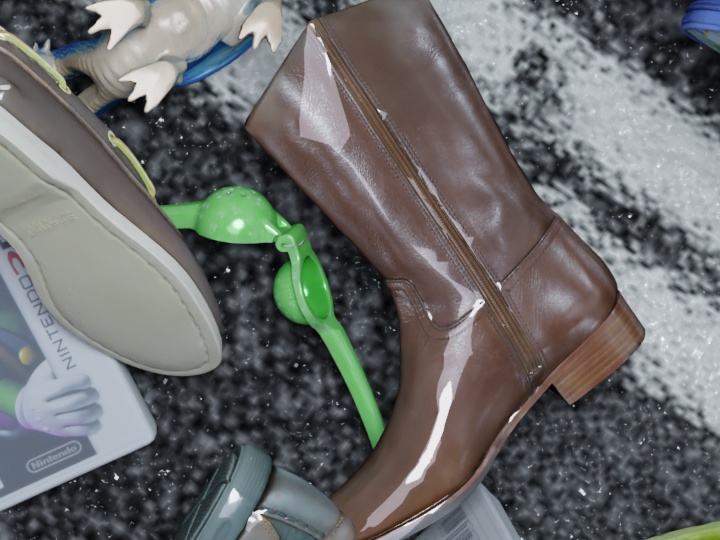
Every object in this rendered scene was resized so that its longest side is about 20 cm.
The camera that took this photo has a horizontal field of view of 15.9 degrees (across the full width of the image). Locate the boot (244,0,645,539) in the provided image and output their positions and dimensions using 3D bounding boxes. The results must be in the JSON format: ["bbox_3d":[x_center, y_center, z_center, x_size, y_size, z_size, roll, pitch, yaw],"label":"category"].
[{"bbox_3d":[0.000,0.000,1.097,0.186,0.064,0.200,-40,105,-12],"label":"boot"}]

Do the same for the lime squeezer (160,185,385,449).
[{"bbox_3d":[-0.046,0.009,1.134,0.200,0.038,0.071,37,95,0],"label":"lime squeezer"}]

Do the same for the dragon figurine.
[{"bbox_3d":[-0.073,-0.111,1.114,0.200,0.099,0.059,-34,100,-8],"label":"dragon figurine"}]

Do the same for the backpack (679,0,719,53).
[{"bbox_3d":[0.230,-0.103,1.040,0.199,0.183,0.148,12,93,8],"label":"backpack"}]

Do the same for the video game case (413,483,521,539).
[{"bbox_3d":[-0.004,0.185,1.090,0.200,0.143,0.018,-43,109,5],"label":"video game case"}]

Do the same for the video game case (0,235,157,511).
[{"bbox_3d":[-0.217,0.037,1.127,0.199,0.023,0.182,-24,108,5],"label":"video game case"}]

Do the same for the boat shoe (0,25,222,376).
[{"bbox_3d":[-0.117,-0.028,1.075,0.072,0.200,0.060,-15,48,29],"label":"boat shoe"}]

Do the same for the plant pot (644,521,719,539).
[{"bbox_3d":[0.150,0.233,1.076,0.199,0.200,0.190,-23,105,4],"label":"plant pot"}]

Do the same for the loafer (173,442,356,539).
[{"bbox_3d":[-0.072,0.161,1.101,0.063,0.072,0.200,28,123,-8],"label":"loafer"}]
